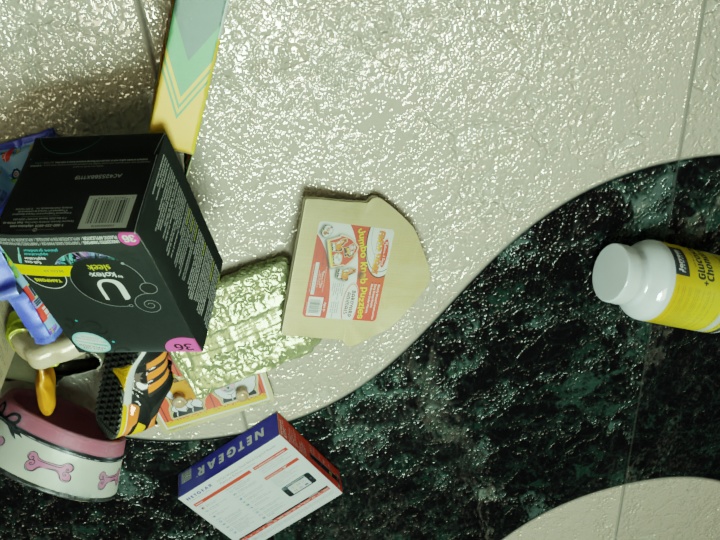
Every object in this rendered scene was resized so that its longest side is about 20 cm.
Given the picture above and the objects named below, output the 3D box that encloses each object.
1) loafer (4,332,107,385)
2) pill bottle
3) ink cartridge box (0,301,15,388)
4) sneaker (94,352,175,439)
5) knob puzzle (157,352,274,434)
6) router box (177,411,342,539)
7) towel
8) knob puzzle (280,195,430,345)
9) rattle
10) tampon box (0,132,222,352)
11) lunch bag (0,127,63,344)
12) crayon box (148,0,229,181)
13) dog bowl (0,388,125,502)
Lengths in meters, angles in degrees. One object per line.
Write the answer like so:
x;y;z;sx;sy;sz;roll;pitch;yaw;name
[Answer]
-0.414;0.108;1.000;0.195;0.070;0.077;-12;126;-4;loafer
0.433;0.020;1.104;0.195;0.113;0.114;10;122;-20;pill bottle
-0.447;0.021;0.873;0.073;0.166;0.204;-4;125;-5;ink cartridge box
-0.275;0.117;1.007;0.089;0.069;0.204;4;108;-54;sneaker
-0.227;0.142;1.091;0.214;0.031;0.224;-6;125;-8;knob puzzle
-0.156;0.337;1.231;0.198;0.049;0.180;-32;125;10;router box
-0.163;0.074;1.035;0.196;0.037;0.151;-23;111;1;towel
0.000;0.000;1.025;0.214;0.030;0.225;-7;110;-20;knob puzzle
-0.314;0.074;0.953;0.199;0.129;0.146;-36;119;-34;rattle
-0.246;-0.020;0.801;0.146;0.128;0.202;-1;142;10;tampon box
-0.352;-0.031;0.836;0.092;0.202;0.153;-15;127;-2;lunch bag
-0.179;-0.211;0.795;0.050;0.128;0.203;10;121;-18;crayon box
-0.396;0.221;1.017;0.198;0.199;0.075;28;84;-27;dog bowl
